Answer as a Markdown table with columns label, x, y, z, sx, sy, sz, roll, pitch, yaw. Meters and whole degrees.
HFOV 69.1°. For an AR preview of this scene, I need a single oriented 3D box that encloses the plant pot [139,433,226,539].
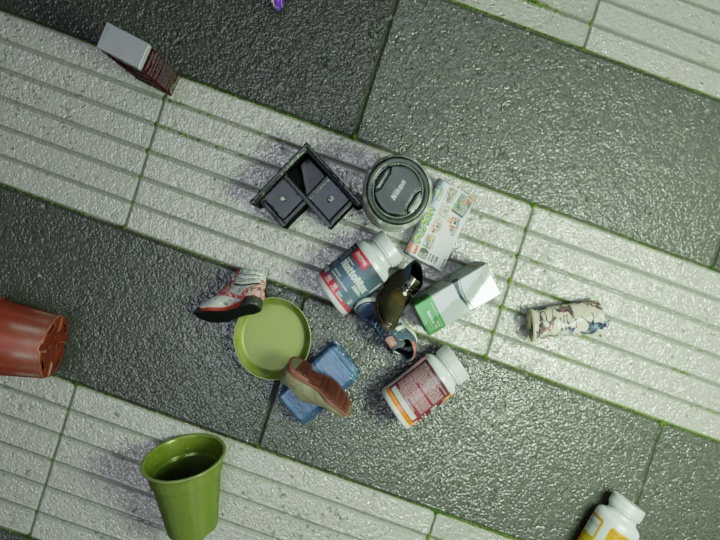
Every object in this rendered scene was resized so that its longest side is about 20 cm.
| label | x | y | z | sx | sy | sz | roll | pitch | yaw |
| --- | --- | --- | --- | --- | --- | --- | --- | --- | --- |
| plant pot | -0.411 | 0.530 | 1.253 | 0.193 | 0.200 | 0.196 | -3 | 104 | -1 |

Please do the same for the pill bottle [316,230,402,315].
| label | x | y | z | sx | sy | sz | roll | pitch | yaw |
| --- | --- | --- | --- | --- | --- | --- | --- | --- | --- |
| pill bottle | 0.000 | 0.000 | 1.268 | 0.199 | 0.120 | 0.121 | -39 | 91 | 0 |

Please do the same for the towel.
| label | x | y | z | sx | sy | sz | roll | pitch | yaw |
| --- | --- | --- | --- | --- | --- | --- | --- | --- | --- |
| towel | -0.102 | 0.281 | 1.306 | 0.199 | 0.049 | 0.112 | -41 | 91 | -1 |

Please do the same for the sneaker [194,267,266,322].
| label | x | y | z | sx | sy | sz | roll | pitch | yaw |
| --- | --- | --- | --- | --- | --- | --- | --- | --- | --- |
| sneaker | -0.318 | 0.060 | 1.297 | 0.196 | 0.067 | 0.111 | -12 | 54 | 24 |

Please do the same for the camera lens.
| label | x | y | z | sx | sy | sz | roll | pitch | yaw |
| --- | --- | --- | --- | --- | --- | --- | --- | --- | --- |
| camera lens | 0.080 | -0.175 | 1.225 | 0.155 | 0.200 | 0.166 | 0 | 91 | -1 |

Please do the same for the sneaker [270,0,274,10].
| label | x | y | z | sx | sy | sz | roll | pitch | yaw |
| --- | --- | --- | --- | --- | --- | --- | --- | --- | --- |
| sneaker | -0.165 | -0.736 | 1.280 | 0.096 | 0.070 | 0.207 | 11 | 91 | -3 |

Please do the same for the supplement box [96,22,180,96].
| label | x | y | z | sx | sy | sz | roll | pitch | yaw |
| --- | --- | --- | --- | --- | --- | --- | --- | --- | --- |
| supplement box | -0.509 | -0.484 | 1.214 | 0.107 | 0.200 | 0.062 | 27 | 92 | -1 |

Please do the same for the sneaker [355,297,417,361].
| label | x | y | z | sx | sy | sz | roll | pitch | yaw |
| --- | --- | --- | --- | --- | --- | --- | --- | --- | --- |
| sneaker | 0.066 | 0.146 | 1.251 | 0.198 | 0.086 | 0.075 | 37 | 120 | -23 |

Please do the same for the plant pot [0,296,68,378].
| label | x | y | z | sx | sy | sz | roll | pitch | yaw |
| --- | --- | --- | --- | --- | --- | --- | --- | --- | --- |
| plant pot | -0.821 | 0.164 | 1.236 | 0.189 | 0.201 | 0.207 | 11 | 91 | -9 |

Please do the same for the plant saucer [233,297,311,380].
| label | x | y | z | sx | sy | sz | roll | pitch | yaw |
| --- | --- | --- | --- | --- | --- | --- | --- | --- | --- |
| plant saucer | -0.219 | 0.169 | 1.312 | 0.193 | 0.031 | 0.207 | 0 | 91 | 0 |

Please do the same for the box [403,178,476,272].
| label | x | y | z | sx | sy | sz | roll | pitch | yaw |
| --- | --- | --- | --- | --- | --- | --- | --- | --- | --- |
| box | 0.198 | -0.113 | 1.310 | 0.108 | 0.035 | 0.204 | 26 | 91 | -1 |

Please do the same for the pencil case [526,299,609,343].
| label | x | y | z | sx | sy | sz | roll | pitch | yaw |
| --- | --- | --- | --- | --- | --- | --- | --- | --- | --- |
| pencil case | 0.505 | 0.129 | 1.295 | 0.193 | 0.078 | 0.092 | -7 | 76 | -1 |

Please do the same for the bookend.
| label | x | y | z | sx | sy | sz | roll | pitch | yaw |
| --- | --- | --- | --- | --- | --- | --- | --- | --- | --- |
| bookend | -0.130 | -0.161 | 1.277 | 0.200 | 0.092 | 0.199 | -43 | 91 | 1 |

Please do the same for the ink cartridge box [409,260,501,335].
| label | x | y | z | sx | sy | sz | roll | pitch | yaw |
| --- | --- | --- | --- | --- | --- | --- | --- | --- | --- |
| ink cartridge box | 0.221 | 0.062 | 1.257 | 0.196 | 0.147 | 0.085 | -30 | 93 | 1 |

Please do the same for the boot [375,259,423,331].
| label | x | y | z | sx | sy | sz | roll | pitch | yaw |
| --- | --- | --- | --- | --- | --- | --- | --- | --- | --- |
| boot | 0.092 | 0.051 | 1.220 | 0.074 | 0.202 | 0.097 | 36 | 124 | -13 |

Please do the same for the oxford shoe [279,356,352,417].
| label | x | y | z | sx | sy | sz | roll | pitch | yaw |
| --- | --- | --- | --- | --- | --- | --- | --- | --- | --- |
| oxford shoe | -0.107 | 0.292 | 1.260 | 0.199 | 0.071 | 0.075 | 40 | 116 | -3 |

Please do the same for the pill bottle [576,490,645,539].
| label | x | y | z | sx | sy | sz | roll | pitch | yaw |
| --- | --- | --- | --- | --- | --- | --- | --- | --- | --- |
| pill bottle | 0.611 | 0.657 | 1.287 | 0.109 | 0.111 | 0.203 | 31 | 91 | -1 |

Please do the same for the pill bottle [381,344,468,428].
| label | x | y | z | sx | sy | sz | roll | pitch | yaw |
| --- | --- | --- | --- | --- | --- | --- | --- | --- | --- |
| pill bottle | 0.159 | 0.280 | 1.276 | 0.198 | 0.114 | 0.115 | -36 | 91 | 1 |
